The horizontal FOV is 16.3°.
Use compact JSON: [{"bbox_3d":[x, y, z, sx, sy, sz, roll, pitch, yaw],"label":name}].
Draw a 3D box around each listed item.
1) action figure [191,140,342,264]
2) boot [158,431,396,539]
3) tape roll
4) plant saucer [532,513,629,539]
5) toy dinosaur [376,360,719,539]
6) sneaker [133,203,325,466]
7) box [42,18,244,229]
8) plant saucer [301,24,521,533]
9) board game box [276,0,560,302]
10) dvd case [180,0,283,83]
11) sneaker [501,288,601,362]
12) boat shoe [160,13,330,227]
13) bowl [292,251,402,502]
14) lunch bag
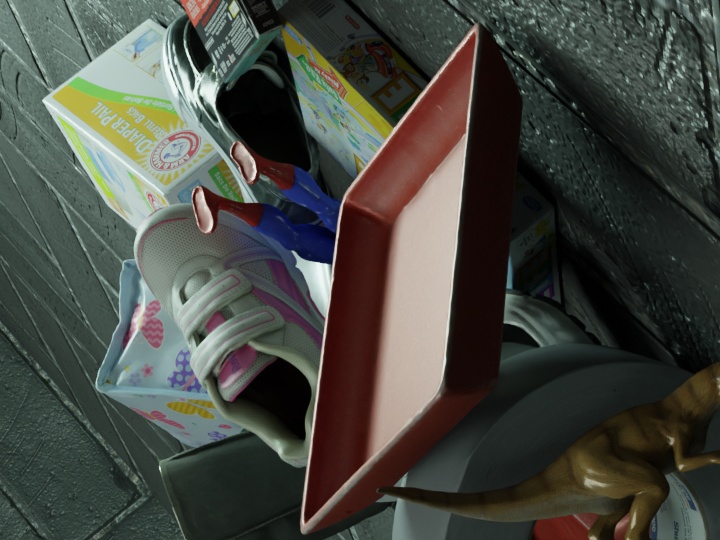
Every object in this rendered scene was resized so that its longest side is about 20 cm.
[{"bbox_3d":[0.000,0.000,1.489,0.199,0.065,0.099,19,-145,-42],"label":"action figure"},{"bbox_3d":[-0.017,0.172,1.729,0.183,0.199,0.073,64,173,-5],"label":"boot"},{"bbox_3d":[0.119,0.141,1.296,0.201,0.200,0.066,56,166,-16],"label":"tape roll"},{"bbox_3d":[0.133,0.160,1.677,0.200,0.037,0.200,44,165,37],"label":"plant saucer"},{"bbox_3d":[0.118,0.102,1.232,0.107,0.199,0.060,63,-177,-11],"label":"toy dinosaur"},{"bbox_3d":[-0.064,0.037,1.488,0.200,0.082,0.088,43,-158,13],"label":"sneaker"},{"bbox_3d":[-0.120,-0.078,1.764,0.200,0.101,0.113,37,161,50],"label":"box"},{"bbox_3d":[0.029,0.011,1.255,0.036,0.201,0.200,16,150,-14],"label":"plant saucer"},{"bbox_3d":[0.035,-0.059,1.425,0.200,0.034,0.135,46,166,25],"label":"board game box"},{"bbox_3d":[-0.108,-0.213,1.461,0.201,0.022,0.146,62,168,1],"label":"dvd case"},{"bbox_3d":[0.127,0.096,1.383,0.200,0.080,0.074,41,166,-22],"label":"sneaker"},{"bbox_3d":[-0.065,-0.105,1.570,0.200,0.072,0.071,56,154,35],"label":"boat shoe"},{"bbox_3d":[-0.015,0.067,1.619,0.201,0.090,0.203,-21,-90,-75],"label":"bowl"},{"bbox_3d":[-0.065,0.075,1.815,0.198,0.128,0.170,4,164,20],"label":"lunch bag"}]
